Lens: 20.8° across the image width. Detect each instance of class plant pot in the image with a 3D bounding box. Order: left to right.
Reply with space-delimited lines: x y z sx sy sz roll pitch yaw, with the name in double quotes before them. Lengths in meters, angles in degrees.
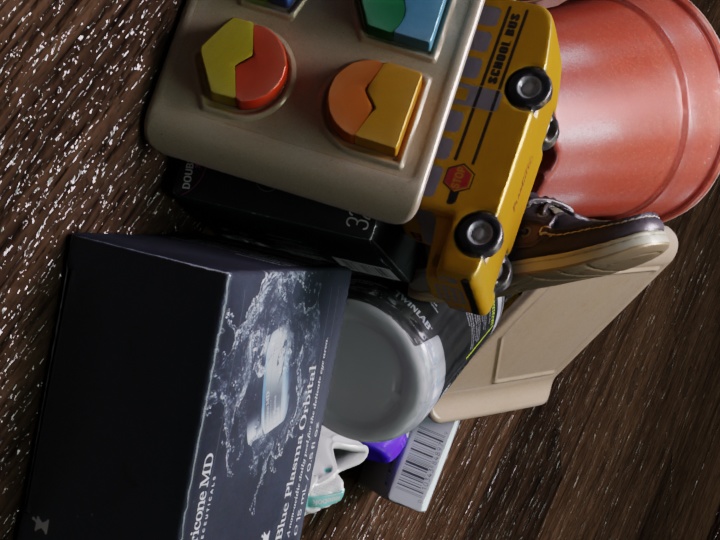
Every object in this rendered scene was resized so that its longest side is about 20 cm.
"plant pot" 0.156 -0.123 1.531 0.194 0.200 0.203 -11 114 -45

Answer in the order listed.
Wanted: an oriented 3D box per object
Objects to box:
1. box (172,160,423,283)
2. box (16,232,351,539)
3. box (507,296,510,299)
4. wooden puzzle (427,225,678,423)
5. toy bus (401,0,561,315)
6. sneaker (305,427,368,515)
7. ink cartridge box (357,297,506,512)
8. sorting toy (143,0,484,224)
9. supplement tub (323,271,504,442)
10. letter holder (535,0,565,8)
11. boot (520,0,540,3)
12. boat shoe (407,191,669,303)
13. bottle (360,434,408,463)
"box" -0.017 -0.114 1.331 0.124 0.147 0.202 45 59 -70
"box" -0.108 0.084 1.259 0.200 0.116 0.199 -2 104 -68
"box" 0.139 -0.081 1.913 0.193 0.047 0.202 49 55 -68
"wooden puzzle" 0.154 0.039 1.606 0.184 0.037 0.200 -5 138 -52
"toy bus" 0.079 -0.076 1.277 0.065 0.078 0.201 66 41 -63
"sneaker" -0.059 0.165 1.475 0.200 0.088 0.076 -45 144 -54
"ink cartridge box" 0.054 0.105 1.721 0.200 0.040 0.201 173 -61 -80
"sorting toy" -0.024 -0.149 1.245 0.036 0.183 0.202 80 28 -79
"supplement tub" 0.033 0.032 1.466 0.200 0.121 0.124 -44 142 -56
"letter holder" 0.110 -0.241 1.666 0.142 0.100 0.202 19 84 -68
"boot" 0.092 -0.231 1.509 0.097 0.198 0.075 -132 -155 -83
"boat shoe" 0.114 -0.021 1.319 0.072 0.199 0.066 3 78 -50
"bottle" 0.023 0.055 1.632 0.065 0.083 0.202 73 34 -70
